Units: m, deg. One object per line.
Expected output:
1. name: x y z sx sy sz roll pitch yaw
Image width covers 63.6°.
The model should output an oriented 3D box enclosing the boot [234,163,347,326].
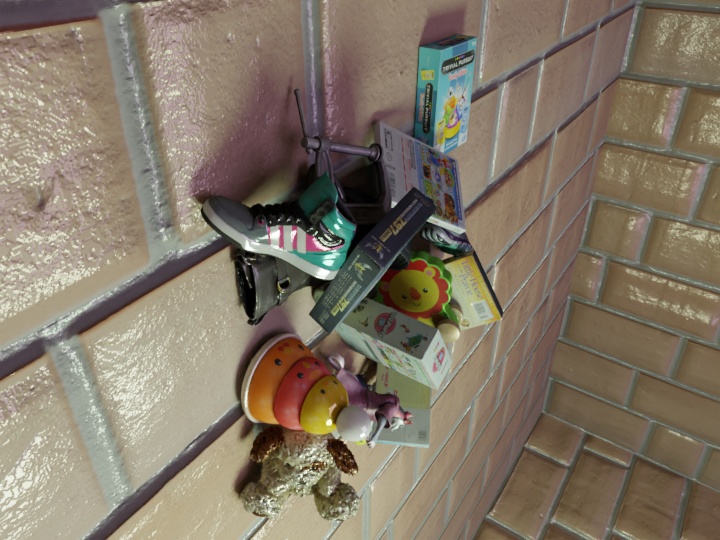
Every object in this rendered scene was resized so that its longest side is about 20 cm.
1. boot: -0.099 -0.037 0.807 0.173 0.069 0.204 -23 120 -44

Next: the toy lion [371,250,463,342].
1. toy lion: 0.091 0.059 1.096 0.193 0.198 0.069 54 33 -17

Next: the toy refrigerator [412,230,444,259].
1. toy refrigerator: 0.122 -0.103 1.140 0.070 0.075 0.203 -43 141 -40

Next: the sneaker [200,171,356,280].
1. sneaker: -0.082 -0.072 0.708 0.198 0.084 0.121 22 114 -34

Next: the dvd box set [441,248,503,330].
1. dvd box set: 0.159 0.055 1.133 0.148 0.198 0.029 60 31 -17

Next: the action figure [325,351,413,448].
1. action figure: 0.008 0.241 1.064 0.134 0.197 0.152 155 -53 -70

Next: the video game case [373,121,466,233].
1. video game case: 0.103 -0.154 0.987 0.198 0.018 0.146 15 62 -38

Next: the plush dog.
1. plush dog: -0.090 0.306 0.948 0.173 0.196 0.162 103 -8 -49

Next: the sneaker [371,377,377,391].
1. sneaker: 0.072 0.237 1.248 0.078 0.077 0.202 82 27 -61

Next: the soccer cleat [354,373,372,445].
1. soccer cleat: -0.020 0.286 1.171 0.083 0.065 0.202 -18 134 -19

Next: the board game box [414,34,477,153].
1. board game box: 0.160 -0.325 1.097 0.151 0.046 0.203 -38 138 -45

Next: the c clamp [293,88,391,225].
1. c clamp: -0.013 -0.148 0.819 0.199 0.027 0.174 2 81 -54

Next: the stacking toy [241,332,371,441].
1. stacking toy: -0.065 0.192 0.866 0.146 0.198 0.148 -39 139 -44

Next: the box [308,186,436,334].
1. box: 0.015 -0.011 0.848 0.158 0.051 0.200 -46 175 -40

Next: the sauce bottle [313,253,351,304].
1. sauce bottle: 0.000 0.000 1.001 0.200 0.064 0.066 -44 142 -37

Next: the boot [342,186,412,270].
1. boot: 0.034 -0.120 0.981 0.200 0.076 0.170 41 50 -35

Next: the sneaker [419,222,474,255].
1. sneaker: 0.182 -0.080 1.110 0.199 0.073 0.089 23 83 -61

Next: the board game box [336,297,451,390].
1. board game box: 0.051 0.121 1.026 0.065 0.198 0.148 -57 150 -18

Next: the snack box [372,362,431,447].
1. snack box: 0.087 0.247 1.176 0.037 0.114 0.203 78 17 -67
